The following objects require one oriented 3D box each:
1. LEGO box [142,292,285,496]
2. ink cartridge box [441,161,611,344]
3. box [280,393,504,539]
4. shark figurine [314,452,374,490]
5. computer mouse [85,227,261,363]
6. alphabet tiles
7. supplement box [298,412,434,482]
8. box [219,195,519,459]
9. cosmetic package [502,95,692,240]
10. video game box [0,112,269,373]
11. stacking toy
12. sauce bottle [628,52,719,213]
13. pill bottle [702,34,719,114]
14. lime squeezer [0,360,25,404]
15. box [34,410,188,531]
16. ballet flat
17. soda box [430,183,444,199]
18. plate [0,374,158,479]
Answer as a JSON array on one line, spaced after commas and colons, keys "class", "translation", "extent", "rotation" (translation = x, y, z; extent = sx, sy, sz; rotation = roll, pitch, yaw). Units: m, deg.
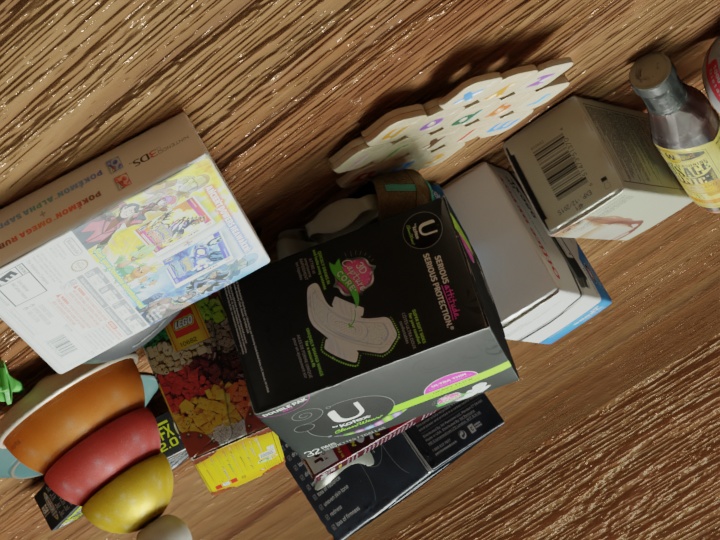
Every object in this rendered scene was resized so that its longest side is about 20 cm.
[{"class": "LEGO box", "translation": [-0.132, 0.102, 1.626], "extent": [0.077, 0.149, 0.200], "rotation": [-24, 165, -6]}, {"class": "ink cartridge box", "translation": [0.148, -0.013, 1.764], "extent": [0.084, 0.145, 0.200], "rotation": [-34, 165, 16]}, {"class": "box", "translation": [0.005, 0.137, 1.889], "extent": [0.124, 0.197, 0.200], "rotation": [-29, 170, -40]}, {"class": "shark figurine", "translation": [-0.074, 0.107, 1.791], "extent": [0.090, 0.214, 0.128], "rotation": [-44, 157, -58]}, {"class": "computer mouse", "translation": [-0.169, 0.024, 1.483], "extent": [0.200, 0.053, 0.138], "rotation": [-30, 167, 8]}, {"class": "alphabet tiles", "translation": [0.072, -0.120, 1.492], "extent": [0.200, 0.015, 0.196], "rotation": [-17, 168, -39]}, {"class": "supplement box", "translation": [0.017, 0.098, 1.714], "extent": [0.200, 0.109, 0.061], "rotation": [-31, 172, -6]}, {"class": "box", "translation": [0.010, 0.050, 1.524], "extent": [0.200, 0.125, 0.149], "rotation": [-20, 156, 8]}, {"class": "cosmetic package", "translation": [0.223, -0.091, 1.725], "extent": [0.087, 0.104, 0.200], "rotation": [-33, 163, 24]}, {"class": "video game box", "translation": [-0.171, -0.014, 1.313], "extent": [0.182, 0.047, 0.200], "rotation": [-26, 157, -1]}, {"class": "stacking toy", "translation": [-0.213, 0.180, 1.629], "extent": [0.146, 0.200, 0.146], "rotation": [-33, 173, -5]}, {"class": "sauce bottle", "translation": [0.298, -0.126, 1.695], "extent": [0.066, 0.066, 0.200], "rotation": [-32, 137, 13]}, {"class": "pill bottle", "translation": [0.386, -0.207, 1.607], "extent": [0.109, 0.109, 0.200], "rotation": [-21, 164, -27]}, {"class": "lime squeezer", "translation": [-0.312, 0.099, 1.511], "extent": [0.071, 0.038, 0.200], "rotation": [-34, 165, 24]}, {"class": "box", "translation": [-0.244, 0.201, 1.915], "extent": [0.160, 0.044, 0.200], "rotation": [-26, 173, -22]}, {"class": "ballet flat", "translation": [-0.024, -0.025, 1.562], "extent": [0.072, 0.068, 0.200], "rotation": [5, 152, -42]}, {"class": "soda box", "translation": [0.000, 0.000, 1.698], "extent": [0.200, 0.064, 0.068], "rotation": [-37, 163, 33]}, {"class": "plate", "translation": [-0.282, 0.160, 1.807], "extent": [0.200, 0.026, 0.200], "rotation": [-26, 166, -7]}]
